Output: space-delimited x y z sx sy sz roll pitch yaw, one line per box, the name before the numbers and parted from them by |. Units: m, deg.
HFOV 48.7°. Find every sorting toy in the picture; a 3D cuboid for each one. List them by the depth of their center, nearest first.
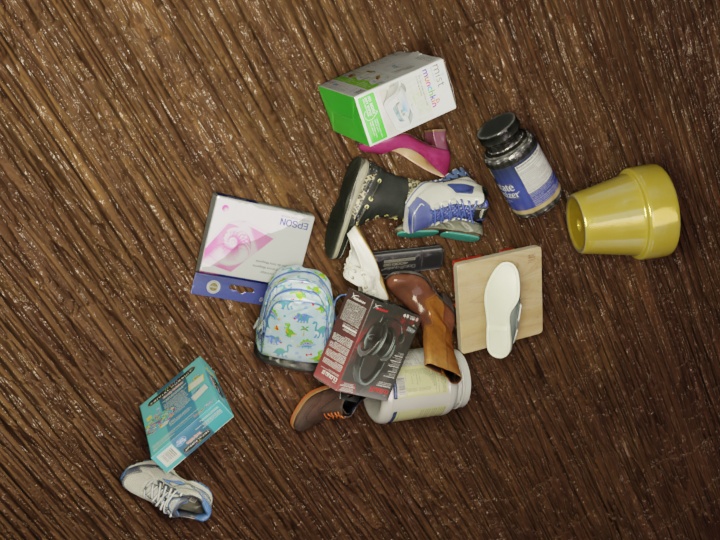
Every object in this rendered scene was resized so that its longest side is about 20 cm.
sorting toy | 0.285 0.053 1.705 0.198 0.070 0.200 -12 111 -18

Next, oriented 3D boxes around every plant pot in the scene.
plant pot | 0.549 -0.113 1.697 0.187 0.201 0.202 -10 111 -2

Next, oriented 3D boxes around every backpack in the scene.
backpack | -0.118 0.090 1.501 0.162 0.154 0.202 12 106 -1

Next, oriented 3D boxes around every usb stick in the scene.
usb stick | 0.079 -0.019 1.622 0.198 0.033 0.056 -7 119 -20

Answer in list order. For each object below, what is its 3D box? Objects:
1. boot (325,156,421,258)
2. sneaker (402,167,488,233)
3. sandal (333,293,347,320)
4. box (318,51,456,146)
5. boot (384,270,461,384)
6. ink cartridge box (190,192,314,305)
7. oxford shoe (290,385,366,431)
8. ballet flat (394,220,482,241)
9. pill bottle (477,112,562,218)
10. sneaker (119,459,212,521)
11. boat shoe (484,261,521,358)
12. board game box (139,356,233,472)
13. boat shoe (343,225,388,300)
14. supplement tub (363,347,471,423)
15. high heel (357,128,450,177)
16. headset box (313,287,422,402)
boot | 0.025 -0.106 1.553 0.153 0.073 0.205 13 103 -27
sneaker | 0.182 -0.128 1.544 0.199 0.115 0.081 -32 139 -34
sandal | -0.025 0.124 1.602 0.079 0.087 0.201 -8 130 -25
box | 0.043 -0.313 1.422 0.175 0.200 0.097 -26 115 -13
boot | 0.123 0.114 1.593 0.068 0.201 0.188 -29 129 29
ink cartridge box | -0.203 -0.030 1.504 0.195 0.043 0.202 10 101 -24
oxford shoe | -0.061 0.275 1.617 0.200 0.073 0.071 -40 138 15
ballet flat | 0.158 -0.096 1.621 0.198 0.067 0.064 3 78 -23
pill bottle | 0.319 -0.213 1.611 0.112 0.112 0.200 -39 116 -6
sneaker | -0.373 0.436 1.559 0.199 0.085 0.077 27 96 -26
boat shoe | 0.299 0.079 1.658 0.062 0.072 0.202 -17 112 -63
board game box | -0.322 0.258 1.458 0.151 0.200 0.047 -40 116 -5
boat shoe | 0.000 0.000 1.532 0.069 0.071 0.201 -21 134 0
supplement tub | 0.114 0.234 1.652 0.198 0.145 0.146 -4 108 -20
high heel | 0.089 -0.219 1.540 0.198 0.067 0.097 -9 99 -22
headset box | 0.011 0.151 1.501 0.148 0.077 0.201 21 92 -44
